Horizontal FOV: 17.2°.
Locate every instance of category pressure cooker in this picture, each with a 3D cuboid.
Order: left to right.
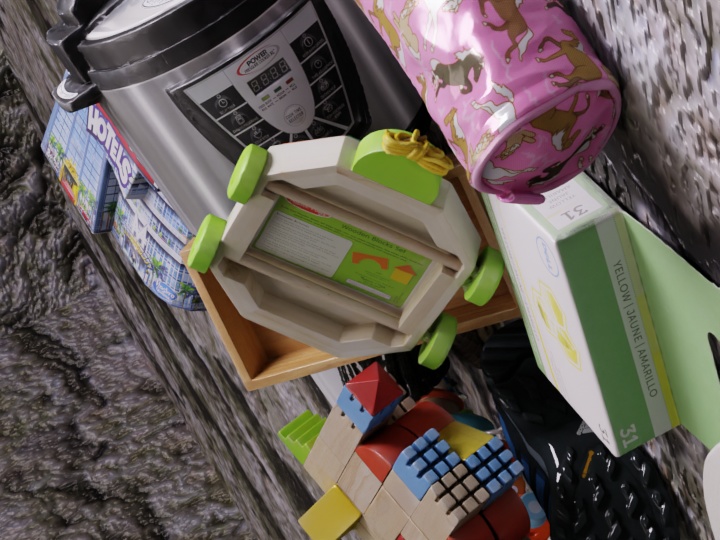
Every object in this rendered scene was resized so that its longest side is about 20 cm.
[{"bbox_3d":[-0.075,-0.131,1.376,0.178,0.176,0.200,-15,120,35],"label":"pressure cooker"}]

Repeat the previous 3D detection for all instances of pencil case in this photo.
[{"bbox_3d":[0.044,-0.126,1.138,0.200,0.083,0.087,56,167,27],"label":"pencil case"}]

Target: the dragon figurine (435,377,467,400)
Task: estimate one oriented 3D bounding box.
[{"bbox_3d":[0.028,0.056,1.731,0.200,0.059,0.100,-118,2,-84],"label":"dragon figurine"}]

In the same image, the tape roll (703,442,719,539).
[{"bbox_3d":[0.225,0.157,1.075,0.203,0.037,0.203,56,166,21],"label":"tape roll"}]

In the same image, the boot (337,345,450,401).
[{"bbox_3d":[-0.003,-0.009,1.554,0.158,0.079,0.211,58,-160,-19],"label":"boot"}]

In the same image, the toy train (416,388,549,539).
[{"bbox_3d":[0.077,0.128,1.555,0.200,0.150,0.056,97,168,-60],"label":"toy train"}]

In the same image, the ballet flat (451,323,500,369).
[{"bbox_3d":[0.042,-0.030,1.504,0.200,0.046,0.067,62,-161,-7],"label":"ballet flat"}]

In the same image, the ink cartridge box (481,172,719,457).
[{"bbox_3d":[0.133,0.032,1.206,0.200,0.048,0.146,52,165,55],"label":"ink cartridge box"}]

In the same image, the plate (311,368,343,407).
[{"bbox_3d":[0.013,0.112,1.865,0.200,0.032,0.200,45,-173,-48],"label":"plate"}]

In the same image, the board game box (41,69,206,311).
[{"bbox_3d":[-0.139,-0.109,1.592,0.200,0.061,0.200,54,141,42],"label":"board game box"}]

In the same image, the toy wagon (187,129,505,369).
[{"bbox_3d":[0.000,-0.021,1.294,0.200,0.155,0.040,124,165,-49],"label":"toy wagon"}]

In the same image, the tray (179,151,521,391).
[{"bbox_3d":[0.000,0.000,1.418,0.099,0.199,0.037,65,-151,-16],"label":"tray"}]

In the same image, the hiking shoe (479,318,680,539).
[{"bbox_3d":[0.135,0.123,1.396,0.087,0.074,0.201,66,-177,-71],"label":"hiking shoe"}]

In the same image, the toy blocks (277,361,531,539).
[{"bbox_3d":[0.045,0.132,1.378,0.200,0.100,0.137,49,154,12],"label":"toy blocks"}]
